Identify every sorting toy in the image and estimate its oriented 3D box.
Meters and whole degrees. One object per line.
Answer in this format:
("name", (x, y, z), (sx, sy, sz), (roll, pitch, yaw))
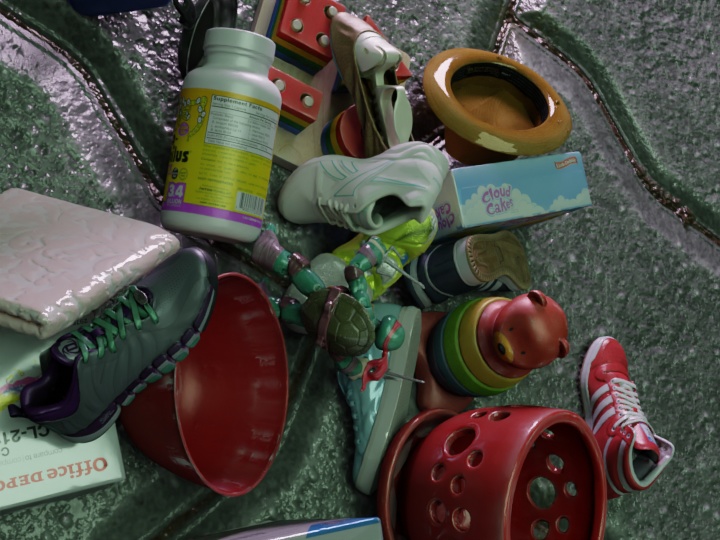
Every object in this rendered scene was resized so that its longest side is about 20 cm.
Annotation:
("sorting toy", (-0.033, -0.207, 1.272), (0.196, 0.069, 0.203), (24, 65, -24))

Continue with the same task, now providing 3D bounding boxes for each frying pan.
("frying pan", (-0.170, -0.233, 1.156), (0.030, 0.117, 0.190), (21, 19, 11))

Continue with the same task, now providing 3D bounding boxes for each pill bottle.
("pill bottle", (-0.136, -0.133, 1.143), (0.103, 0.104, 0.204), (11, 86, -28))

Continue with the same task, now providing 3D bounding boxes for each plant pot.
("plant pot", (0.131, 0.237, 1.162), (0.198, 0.180, 0.205), (2, 87, -47))

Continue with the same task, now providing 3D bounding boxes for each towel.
("towel", (-0.284, -0.010, 0.982), (0.200, 0.188, 0.033), (-44, 144, -58))

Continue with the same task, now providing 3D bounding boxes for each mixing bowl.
("mixing bowl", (-0.159, 0.106, 1.065), (0.199, 0.107, 0.204), (11, 78, -64))

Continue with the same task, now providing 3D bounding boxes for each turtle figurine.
("turtle figurine", (-0.018, 0.037, 1.128), (0.197, 0.101, 0.152), (23, 105, 14))

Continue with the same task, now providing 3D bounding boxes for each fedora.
("fedora", (0.153, -0.180, 1.351), (0.197, 0.082, 0.203), (14, 42, -13))

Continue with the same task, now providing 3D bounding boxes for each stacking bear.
("stacking bear", (0.143, 0.079, 1.220), (0.112, 0.199, 0.123), (-19, 86, -33))

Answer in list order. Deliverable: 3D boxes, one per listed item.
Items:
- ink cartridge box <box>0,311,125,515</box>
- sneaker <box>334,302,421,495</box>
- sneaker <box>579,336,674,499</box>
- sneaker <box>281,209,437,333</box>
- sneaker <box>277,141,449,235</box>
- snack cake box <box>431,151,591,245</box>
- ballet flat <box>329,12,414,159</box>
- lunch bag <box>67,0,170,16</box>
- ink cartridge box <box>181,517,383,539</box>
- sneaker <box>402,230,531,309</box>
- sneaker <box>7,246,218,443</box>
("ink cartridge box", (-0.303, 0.108, 1.014), (0.144, 0.082, 0.204), (-9, 81, -32))
("sneaker", (0.009, 0.133, 1.217), (0.080, 0.074, 0.204), (10, 79, 17))
("sneaker", (0.316, 0.169, 1.351), (0.070, 0.112, 0.204), (17, 68, -26))
("sneaker", (0.000, 0.000, 1.238), (0.198, 0.105, 0.076), (-34, 89, -3))
("sneaker", (-0.007, -0.076, 1.179), (0.071, 0.197, 0.081), (53, 39, -38))
("snack cake box", (0.156, -0.082, 1.322), (0.197, 0.114, 0.069), (-11, 86, -32))
("ballet flat", (0.021, -0.191, 1.216), (0.067, 0.072, 0.204), (-8, 81, -33))
("lunch bag", (-0.229, -0.330, 1.109), (0.133, 0.198, 0.137), (-54, 127, -28))
("ink cartridge box", (-0.084, 0.277, 1.031), (0.142, 0.199, 0.086), (-5, 82, -31))
("sneaker", (0.120, 0.002, 1.316), (0.199, 0.107, 0.071), (5, 68, -61))
("sneaker", (-0.199, 0.059, 0.933), (0.201, 0.074, 0.087), (-51, 150, 5))
